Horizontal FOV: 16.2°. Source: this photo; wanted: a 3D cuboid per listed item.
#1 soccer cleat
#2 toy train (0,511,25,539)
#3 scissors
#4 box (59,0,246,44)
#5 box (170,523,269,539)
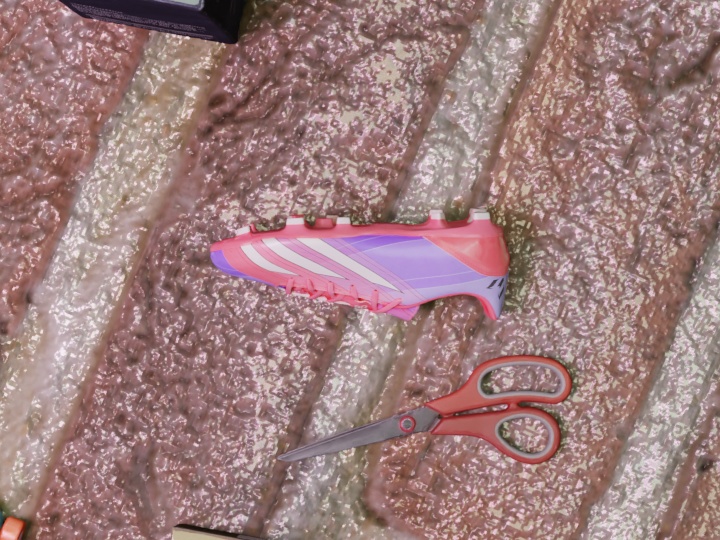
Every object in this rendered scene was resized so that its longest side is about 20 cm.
[{"bbox_3d":[0.000,0.000,1.679,0.199,0.067,0.077,-3,94,1],"label":"soccer cleat"},{"bbox_3d":[-0.328,0.187,1.697,0.199,0.056,0.151,-29,88,3],"label":"toy train"},{"bbox_3d":[0.043,0.094,1.700,0.199,0.014,0.074,-1,92,4],"label":"scissors"},{"bbox_3d":[-0.126,-0.260,1.619,0.117,0.200,0.198,10,89,3],"label":"box"},{"bbox_3d":[-0.083,0.280,1.695,0.120,0.032,0.201,10,91,3],"label":"box"}]
